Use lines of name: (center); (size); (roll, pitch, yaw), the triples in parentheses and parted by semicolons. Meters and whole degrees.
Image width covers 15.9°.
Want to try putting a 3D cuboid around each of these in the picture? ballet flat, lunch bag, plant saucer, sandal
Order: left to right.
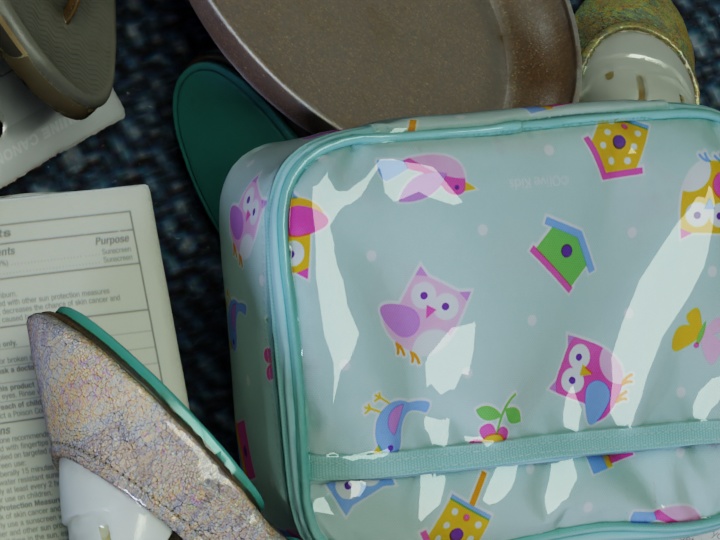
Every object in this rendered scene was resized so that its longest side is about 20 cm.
sandal: (-0.103, -0.150, 0.960); (0.082, 0.054, 0.201); (37, 46, -37)
ballet flat: (-0.048, 0.098, 0.821); (0.200, 0.068, 0.067); (43, 72, -1)
ballet flat: (0.000, 0.000, 0.984); (0.073, 0.073, 0.200); (-29, 81, -24)
plant saucer: (0.000, -0.114, 0.993); (0.200, 0.032, 0.201); (24, 45, -26)
lunch bag: (0.055, 0.025, 0.898); (0.199, 0.077, 0.161); (-5, 90, -21)
ballet flat: (0.099, -0.037, 1.024); (0.070, 0.071, 0.201); (26, 68, -12)

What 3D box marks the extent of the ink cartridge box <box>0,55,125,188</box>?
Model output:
ink cartridge box: (-0.202, -0.108, 0.954); (0.161, 0.050, 0.201); (-32, 103, -25)

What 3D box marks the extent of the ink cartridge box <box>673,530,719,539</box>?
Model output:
ink cartridge box: (0.135, 0.114, 0.995); (0.117, 0.067, 0.201); (24, 70, -12)

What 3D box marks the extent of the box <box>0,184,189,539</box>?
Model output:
box: (-0.106, 0.078, 0.884); (0.095, 0.078, 0.201); (-6, 76, -19)
